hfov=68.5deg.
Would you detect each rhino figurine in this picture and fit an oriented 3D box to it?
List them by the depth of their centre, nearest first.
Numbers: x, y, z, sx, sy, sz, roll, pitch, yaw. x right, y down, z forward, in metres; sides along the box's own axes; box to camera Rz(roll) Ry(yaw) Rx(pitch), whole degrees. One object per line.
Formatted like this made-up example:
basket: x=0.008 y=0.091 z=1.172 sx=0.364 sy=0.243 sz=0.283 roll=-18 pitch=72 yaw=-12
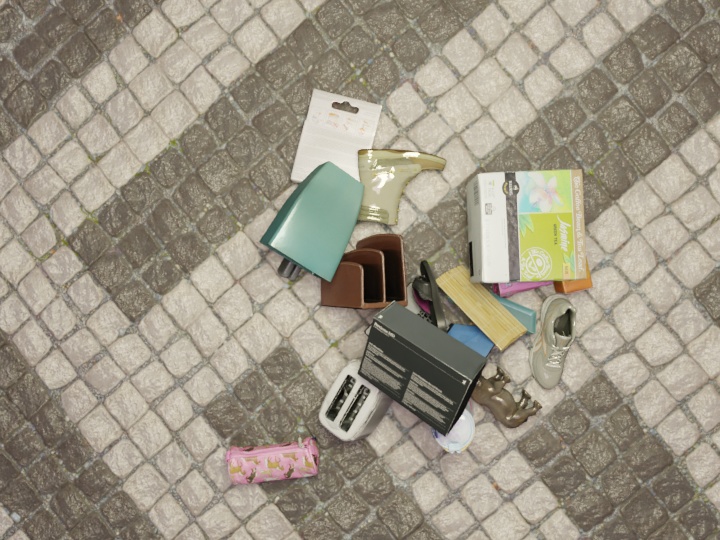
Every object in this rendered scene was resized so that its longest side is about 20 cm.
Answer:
rhino figurine: x=0.281 y=0.252 z=1.124 sx=0.199 sy=0.060 sz=0.088 roll=41 pitch=94 yaw=4

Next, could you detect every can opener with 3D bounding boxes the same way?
can opener: x=-0.123 y=-0.076 z=1.157 sx=0.066 sy=0.052 sz=0.203 roll=25 pitch=90 yaw=37

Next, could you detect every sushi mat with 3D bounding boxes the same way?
sushi mat: x=0.245 y=0.071 z=1.085 sx=0.095 sy=0.012 sz=0.200 roll=-24 pitch=59 yaw=-33

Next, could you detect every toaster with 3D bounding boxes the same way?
toaster: x=-0.008 y=0.270 z=1.095 sx=0.113 sy=0.129 sz=0.202 roll=32 pitch=92 yaw=21

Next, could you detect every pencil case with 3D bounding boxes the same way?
pencil case: x=0.188 y=0.297 z=1.059 sx=0.082 sy=0.200 sz=0.092 roll=-23 pitch=83 yaw=10
pencil case: x=-0.188 y=0.409 z=1.138 sx=0.196 sy=0.083 sz=0.088 roll=-9 pitch=90 yaw=4

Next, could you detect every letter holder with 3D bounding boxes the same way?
letter holder: x=0.000 y=0.000 z=1.058 sx=0.099 sy=0.199 sz=0.145 roll=-2 pitch=89 yaw=-27

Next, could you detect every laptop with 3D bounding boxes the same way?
laptop: x=0.148 y=0.121 z=1.057 sx=0.200 sy=0.116 sz=0.187 roll=47 pitch=50 yaw=3

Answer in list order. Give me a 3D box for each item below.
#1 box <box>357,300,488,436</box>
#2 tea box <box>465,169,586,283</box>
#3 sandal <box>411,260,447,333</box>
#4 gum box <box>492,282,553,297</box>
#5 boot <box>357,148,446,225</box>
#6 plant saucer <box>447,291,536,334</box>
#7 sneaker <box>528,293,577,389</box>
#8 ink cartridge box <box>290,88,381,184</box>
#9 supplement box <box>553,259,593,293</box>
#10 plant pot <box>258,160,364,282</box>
box: x=0.105 y=0.171 z=0.939 sx=0.198 sy=0.079 sz=0.143 roll=32 pitch=129 yaw=23
tea box: x=0.312 y=-0.079 z=1.016 sx=0.193 sy=0.134 sz=0.204 roll=-3 pitch=88 yaw=1
sandal: x=0.133 y=0.053 z=1.072 sx=0.047 sy=0.202 sz=0.076 roll=-8 pitch=132 yaw=0
gum box: x=0.326 y=-0.050 z=1.117 sx=0.111 sy=0.066 sz=0.204 roll=-11 pitch=89 yaw=2
boot: x=0.085 y=-0.176 z=1.126 sx=0.196 sy=0.072 sz=0.158 roll=-1 pitch=102 yaw=-17
plant saucer: x=0.279 y=0.077 z=1.126 sx=0.197 sy=0.070 sz=0.019 roll=22 pitch=132 yaw=3
sneaker: x=0.402 y=0.154 z=1.095 sx=0.074 sy=0.092 sz=0.204 roll=4 pitch=99 yaw=2
ink cartridge box: x=-0.051 y=-0.272 z=1.150 sx=0.158 sy=0.050 sz=0.204 roll=14 pitch=88 yaw=3
supplement box: x=0.428 y=-0.057 z=1.112 sx=0.068 sy=0.067 sz=0.204 roll=-14 pitch=90 yaw=3
plant pot: x=-0.085 y=-0.105 z=1.058 sx=0.140 sy=0.141 sz=0.202 roll=32 pitch=84 yaw=-18
